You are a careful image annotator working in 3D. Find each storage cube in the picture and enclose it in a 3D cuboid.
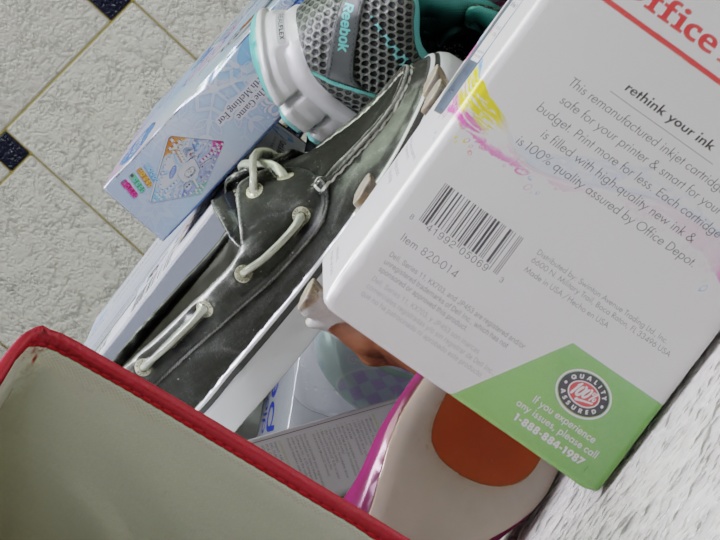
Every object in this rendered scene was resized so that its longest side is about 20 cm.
[{"bbox_3d":[-0.086,0.161,0.728,0.180,0.200,0.171,-58,4,37],"label":"storage cube"}]

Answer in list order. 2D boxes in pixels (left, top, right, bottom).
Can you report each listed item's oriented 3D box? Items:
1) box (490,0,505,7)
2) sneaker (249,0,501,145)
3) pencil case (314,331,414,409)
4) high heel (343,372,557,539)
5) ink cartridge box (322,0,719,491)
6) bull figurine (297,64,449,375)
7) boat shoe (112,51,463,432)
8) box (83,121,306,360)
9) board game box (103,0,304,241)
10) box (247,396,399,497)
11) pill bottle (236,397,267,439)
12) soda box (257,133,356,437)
[{"bbox_3d":[0.113,-0.178,1.288,0.156,0.041,0.200,-20,-9,-20],"label":"box"},{"bbox_3d":[0.048,-0.074,1.074,0.091,0.200,0.078,-34,48,31],"label":"sneaker"},{"bbox_3d":[0.060,-0.012,1.029,0.200,0.091,0.083,-51,26,41],"label":"pencil case"},{"bbox_3d":[0.009,0.097,0.893,0.200,0.067,0.096,-59,15,-18],"label":"high heel"},{"bbox_3d":[0.089,-0.043,0.814,0.200,0.117,0.067,-54,8,11],"label":"ink cartridge box"},{"bbox_3d":[0.065,-0.019,0.919,0.200,0.121,0.065,-57,7,37],"label":"bull figurine"},{"bbox_3d":[-0.030,-0.016,1.004,0.200,0.064,0.071,-53,12,3],"label":"boat shoe"},{"bbox_3d":[-0.093,0.011,1.226,0.156,0.041,0.200,-51,9,16],"label":"box"},{"bbox_3d":[-0.035,-0.120,1.206,0.199,0.043,0.200,-45,9,13],"label":"board game box"},{"bbox_3d":[-0.087,0.108,1.021,0.200,0.036,0.144,-12,-12,-38],"label":"box"},{"bbox_3d":[-0.014,0.022,1.269,0.200,0.111,0.111,-58,7,-28],"label":"pill bottle"},{"bbox_3d":[0.000,0.000,1.163,0.068,0.063,0.201,154,126,-74],"label":"soda box"}]
